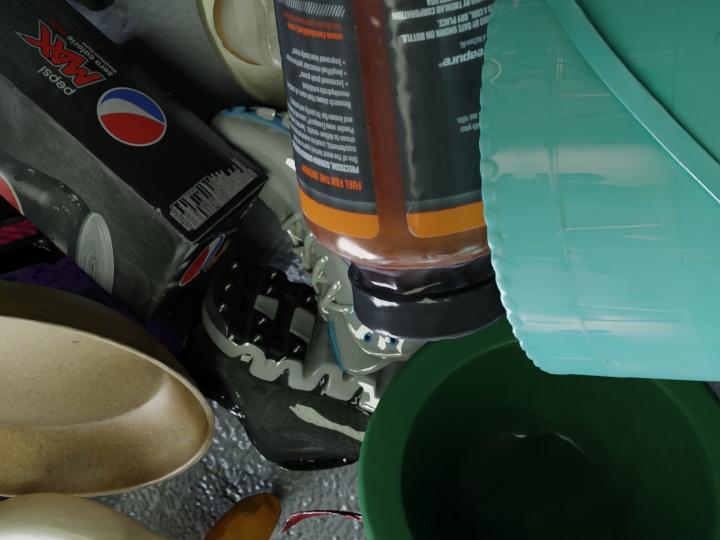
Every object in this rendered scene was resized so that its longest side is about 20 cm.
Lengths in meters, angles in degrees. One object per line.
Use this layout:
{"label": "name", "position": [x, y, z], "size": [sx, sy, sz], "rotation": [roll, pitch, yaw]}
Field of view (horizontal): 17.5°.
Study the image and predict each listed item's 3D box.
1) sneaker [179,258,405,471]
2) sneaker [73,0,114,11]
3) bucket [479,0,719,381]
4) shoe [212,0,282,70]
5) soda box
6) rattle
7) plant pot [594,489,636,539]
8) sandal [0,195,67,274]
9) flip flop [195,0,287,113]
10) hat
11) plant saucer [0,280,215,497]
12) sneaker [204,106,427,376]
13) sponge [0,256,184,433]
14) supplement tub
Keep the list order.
{"label": "sneaker", "position": [-0.004, 0.069, 1.166], "size": [0.200, 0.067, 0.091], "rotation": [28, 136, -13]}
{"label": "sneaker", "position": [-0.097, -0.189, 1.027], "size": [0.079, 0.075, 0.200], "rotation": [53, 140, 3]}
{"label": "bucket", "position": [0.136, -0.049, 0.906], "size": [0.134, 0.207, 0.208], "rotation": [-1, 116, 21]}
{"label": "shoe", "position": [0.000, -0.177, 1.012], "size": [0.070, 0.053, 0.200], "rotation": [21, 96, -24]}
{"label": "soda box", "position": [-0.144, -0.073, 1.088], "size": [0.200, 0.063, 0.071], "rotation": [42, 136, 7]}
{"label": "rattle", "position": [-0.160, 0.131, 1.184], "size": [0.199, 0.143, 0.130], "rotation": [8, 142, 19]}
{"label": "plant pot", "position": [0.116, 0.195, 1.138], "size": [0.200, 0.200, 0.177], "rotation": [38, 107, -8]}
{"label": "sandal", "position": [-0.170, 0.006, 1.177], "size": [0.075, 0.045, 0.200], "rotation": [34, 118, -6]}
{"label": "flip flop", "position": [-0.048, -0.161, 1.061], "size": [0.081, 0.058, 0.201], "rotation": [-3, 115, 13]}
{"label": "hat", "position": [0.080, 0.118, 1.083], "size": [0.166, 0.176, 0.200], "rotation": [-37, 70, -12]}
{"label": "plant saucer", "position": [-0.167, 0.053, 1.107], "size": [0.200, 0.036, 0.200], "rotation": [2, 152, 1]}
{"label": "sneaker", "position": [0.000, 0.000, 1.104], "size": [0.200, 0.075, 0.087], "rotation": [35, 78, -5]}
{"label": "sponge", "position": [-0.190, 0.055, 1.182], "size": [0.200, 0.030, 0.112], "rotation": [-15, 136, 20]}
{"label": "supplement tub", "position": [0.021, -0.074, 0.968], "size": [0.107, 0.107, 0.201], "rotation": [-1, 115, 12]}
